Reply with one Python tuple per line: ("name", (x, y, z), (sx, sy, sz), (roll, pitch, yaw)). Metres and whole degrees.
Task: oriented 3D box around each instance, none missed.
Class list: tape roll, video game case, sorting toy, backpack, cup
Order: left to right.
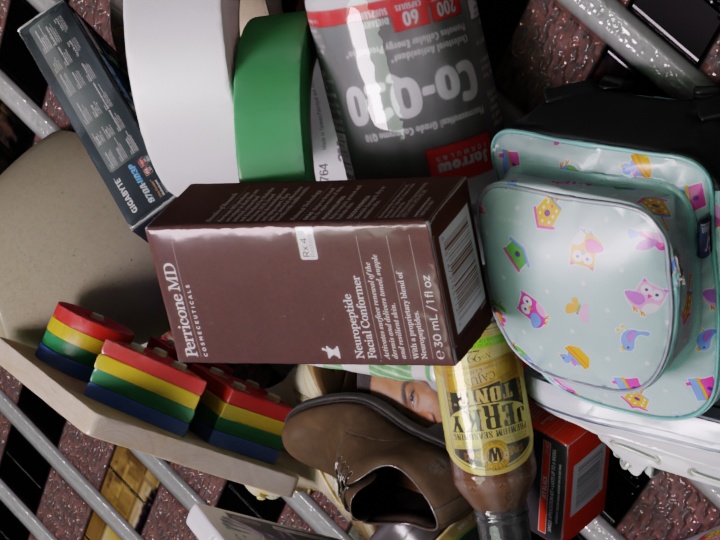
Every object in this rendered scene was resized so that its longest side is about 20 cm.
("cup", (-0.273, 0.001, 1.710), (0.200, 0.143, 0.201), (37, 144, 33))
("sorting toy", (-0.165, 0.094, 1.602), (0.200, 0.198, 0.070), (27, 94, 54))
("tape roll", (-0.104, -0.155, 1.405), (0.070, 0.203, 0.204), (-5, 116, 12))
("tape roll", (-0.040, -0.078, 1.388), (0.048, 0.201, 0.202), (-5, 116, 11))
("video game case", (-0.019, 0.250, 1.569), (0.023, 0.199, 0.182), (-65, 32, 10))
("backpack", (0.172, -0.001, 1.265), (0.175, 0.153, 0.201), (10, 130, 36))

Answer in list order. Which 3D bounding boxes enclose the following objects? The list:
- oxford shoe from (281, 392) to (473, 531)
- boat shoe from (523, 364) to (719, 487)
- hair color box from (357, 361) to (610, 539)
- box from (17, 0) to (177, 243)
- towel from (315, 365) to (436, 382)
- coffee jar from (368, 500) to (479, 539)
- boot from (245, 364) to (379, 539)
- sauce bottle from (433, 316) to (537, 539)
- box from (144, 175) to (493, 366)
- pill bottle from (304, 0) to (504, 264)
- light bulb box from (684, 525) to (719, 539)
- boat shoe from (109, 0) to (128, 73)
("oxford shoe", (0.003, 0.144, 1.491), (0.199, 0.084, 0.073), (11, 126, 44))
("boat shoe", (0.196, 0.111, 1.367), (0.199, 0.073, 0.067), (15, 116, 39))
("hair color box", (0.089, 0.112, 1.493), (0.199, 0.061, 0.102), (27, 133, 33))
("box", (-0.169, -0.093, 1.525), (0.201, 0.046, 0.159), (58, -175, 24))
("towel", (0.000, 0.000, 1.488), (0.199, 0.023, 0.154), (8, 90, 44))
("coffee jar", (0.102, 0.247, 1.524), (0.200, 0.104, 0.085), (46, 134, 5))
("boot", (-0.025, 0.174, 1.639), (0.155, 0.073, 0.201), (-31, 85, 50))
("sauce bottle", (0.090, 0.112, 1.396), (0.064, 0.064, 0.202), (-4, 100, 47))
("box", (-0.026, 0.000, 1.256), (0.199, 0.075, 0.101), (-1, 116, 27))
("pill bottle", (0.039, -0.103, 1.346), (0.113, 0.114, 0.201), (-1, 109, 46))
("light bulb box", (0.230, 0.304, 1.374), (0.197, 0.125, 0.201), (-27, 96, 26))
("boat shoe", (-0.149, -0.218, 1.513), (0.074, 0.073, 0.201), (8, 125, 37))
